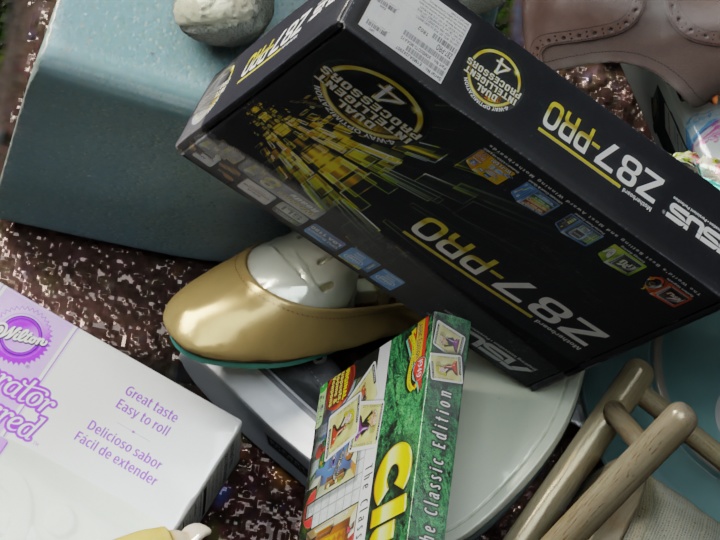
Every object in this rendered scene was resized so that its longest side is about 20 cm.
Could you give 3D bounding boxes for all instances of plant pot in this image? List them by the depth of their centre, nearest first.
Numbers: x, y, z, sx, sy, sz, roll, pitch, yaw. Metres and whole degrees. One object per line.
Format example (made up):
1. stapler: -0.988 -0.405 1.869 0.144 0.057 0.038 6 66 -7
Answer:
1. plant pot: -0.044 -0.110 1.341 0.200 0.196 0.197 19 67 -7

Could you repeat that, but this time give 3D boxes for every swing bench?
1. swing bench: 0.140 0.182 1.221 0.199 0.130 0.200 39 94 -7

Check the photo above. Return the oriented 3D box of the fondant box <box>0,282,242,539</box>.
1. fondant box: -0.166 0.123 1.299 0.144 0.058 0.200 29 68 8

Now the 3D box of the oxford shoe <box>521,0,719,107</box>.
1. oxford shoe: 0.170 -0.109 1.267 0.200 0.071 0.073 6 99 0

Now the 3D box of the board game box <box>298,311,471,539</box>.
1. board game box: 0.002 0.124 1.208 0.023 0.105 0.200 23 58 -25

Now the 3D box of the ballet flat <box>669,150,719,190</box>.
1. ballet flat: 0.130 -0.029 1.238 0.200 0.076 0.064 12 34 33

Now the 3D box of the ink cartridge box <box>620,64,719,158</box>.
1. ink cartridge box: 0.219 -0.066 1.314 0.146 0.083 0.200 -18 64 -4

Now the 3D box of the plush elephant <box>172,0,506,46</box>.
1. plush elephant: 0.007 -0.210 1.204 0.165 0.155 0.200 -2 76 -25

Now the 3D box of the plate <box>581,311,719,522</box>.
1. plate: 0.203 0.048 1.321 0.200 0.026 0.200 0 65 -1

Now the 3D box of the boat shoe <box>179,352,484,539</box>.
1. boat shoe: 0.005 0.082 1.325 0.200 0.070 0.066 40 72 21

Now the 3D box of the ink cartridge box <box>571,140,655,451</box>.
1. ink cartridge box: 0.206 0.031 1.366 0.200 0.043 0.198 26 67 10

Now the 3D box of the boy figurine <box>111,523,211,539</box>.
1. boy figurine: -0.095 0.167 1.230 0.200 0.064 0.124 19 79 -31

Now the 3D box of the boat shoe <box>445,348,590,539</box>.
1. boat shoe: 0.075 0.051 1.295 0.073 0.062 0.200 17 63 23

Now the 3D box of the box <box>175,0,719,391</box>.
1. box: 0.042 -0.037 1.171 0.200 0.161 0.049 35 64 -16

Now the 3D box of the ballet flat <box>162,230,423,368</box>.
1. ballet flat: 0.000 0.000 1.320 0.200 0.063 0.069 -6 41 -34
